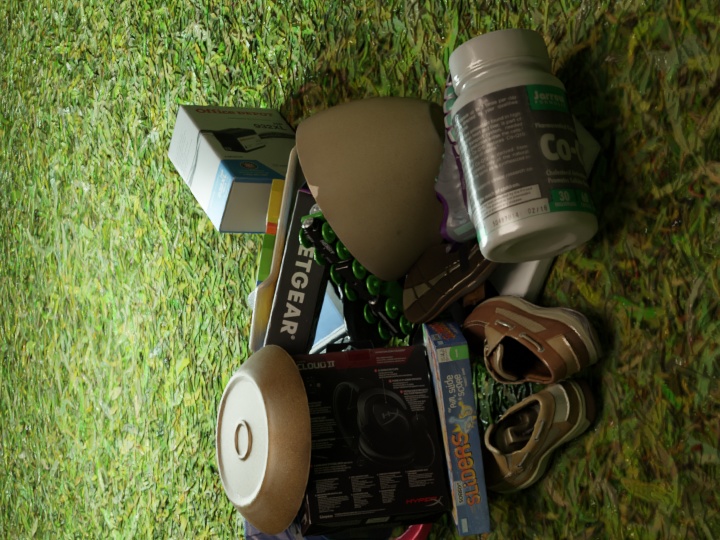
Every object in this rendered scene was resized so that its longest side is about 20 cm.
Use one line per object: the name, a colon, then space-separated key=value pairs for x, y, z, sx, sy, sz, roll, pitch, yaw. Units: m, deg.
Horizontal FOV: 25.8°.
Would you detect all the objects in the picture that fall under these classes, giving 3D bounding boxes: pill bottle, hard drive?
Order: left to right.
pill bottle: x=0.148 y=-0.117 z=1.477 sx=0.113 sy=0.113 sz=0.201 roll=-36 pitch=61 yaw=56
hard drive: x=0.167 y=-0.076 z=1.586 sx=0.132 sy=0.027 sz=0.200 roll=56 pitch=137 yaw=44

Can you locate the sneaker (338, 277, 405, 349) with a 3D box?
sneaker: x=-0.003 y=0.004 z=1.854 sx=0.114 sy=0.076 sz=0.200 roll=-26 pitch=65 yaw=61

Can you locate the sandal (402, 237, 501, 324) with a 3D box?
sandal: x=0.114 y=-0.002 z=1.608 sx=0.200 sy=0.055 sz=0.082 roll=-41 pitch=36 yaw=36

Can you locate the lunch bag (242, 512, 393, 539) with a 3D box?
lunch bag: x=-0.046 y=0.232 z=1.741 sx=0.132 sy=0.136 sz=0.201 roll=-26 pitch=66 yaw=39

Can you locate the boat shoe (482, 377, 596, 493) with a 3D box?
boat shoe: x=0.154 y=0.165 z=1.564 sx=0.200 sy=0.076 sz=0.072 roll=-58 pitch=45 yaw=49

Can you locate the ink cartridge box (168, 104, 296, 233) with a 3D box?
ink cartridge box: x=-0.144 y=-0.132 z=2.026 sx=0.200 sy=0.145 sz=0.084 roll=52 pitch=134 yaw=47

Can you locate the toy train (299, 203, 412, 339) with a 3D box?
toy train: x=0.000 y=0.000 z=1.680 sx=0.042 sy=0.200 sz=0.057 roll=-13 pitch=44 yaw=31

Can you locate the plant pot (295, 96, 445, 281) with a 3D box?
plant pot: x=0.043 y=-0.108 z=1.676 sx=0.134 sy=0.200 sz=0.201 roll=-31 pitch=59 yaw=20

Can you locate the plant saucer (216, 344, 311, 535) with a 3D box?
plant saucer: x=-0.110 y=0.178 z=1.656 sx=0.200 sy=0.035 sz=0.201 roll=-11 pitch=77 yaw=62

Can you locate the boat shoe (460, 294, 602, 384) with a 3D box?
boat shoe: x=0.152 y=0.073 z=1.550 sx=0.076 sy=0.072 sz=0.200 roll=60 pitch=155 yaw=-14

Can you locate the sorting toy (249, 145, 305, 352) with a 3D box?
sorting toy: x=-0.101 y=-0.026 z=1.846 sx=0.185 sy=0.036 sz=0.200 roll=103 pitch=180 yaw=-62

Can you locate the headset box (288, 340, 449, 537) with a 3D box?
headset box: x=0.001 y=0.169 z=1.655 sx=0.077 sy=0.148 sz=0.201 roll=114 pitch=149 yaw=-67

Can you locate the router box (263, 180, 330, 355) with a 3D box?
router box: x=-0.061 y=0.001 z=1.758 sx=0.149 sy=0.051 sz=0.201 roll=-70 pitch=-7 yaw=-80

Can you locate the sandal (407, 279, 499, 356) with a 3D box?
sandal: x=0.087 y=0.063 z=1.714 sx=0.201 sy=0.048 sz=0.075 roll=-61 pitch=41 yaw=42

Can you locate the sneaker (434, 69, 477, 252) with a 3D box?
sneaker: x=0.098 y=-0.119 z=1.584 sx=0.087 sy=0.074 sz=0.201 roll=-35 pitch=47 yaw=44

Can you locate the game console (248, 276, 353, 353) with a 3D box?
game console: x=-0.086 y=0.098 z=1.947 sx=0.200 sy=0.118 sz=0.171 roll=-38 pitch=26 yaw=56

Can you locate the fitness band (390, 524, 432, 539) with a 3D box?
fitness band: x=0.033 y=0.224 z=1.787 sx=0.143 sy=0.037 sz=0.201 roll=-23 pitch=66 yaw=40

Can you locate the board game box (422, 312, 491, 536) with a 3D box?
board game box: x=0.098 y=0.156 z=1.622 sx=0.135 sy=0.034 sz=0.201 roll=-112 pitch=14 yaw=-79
